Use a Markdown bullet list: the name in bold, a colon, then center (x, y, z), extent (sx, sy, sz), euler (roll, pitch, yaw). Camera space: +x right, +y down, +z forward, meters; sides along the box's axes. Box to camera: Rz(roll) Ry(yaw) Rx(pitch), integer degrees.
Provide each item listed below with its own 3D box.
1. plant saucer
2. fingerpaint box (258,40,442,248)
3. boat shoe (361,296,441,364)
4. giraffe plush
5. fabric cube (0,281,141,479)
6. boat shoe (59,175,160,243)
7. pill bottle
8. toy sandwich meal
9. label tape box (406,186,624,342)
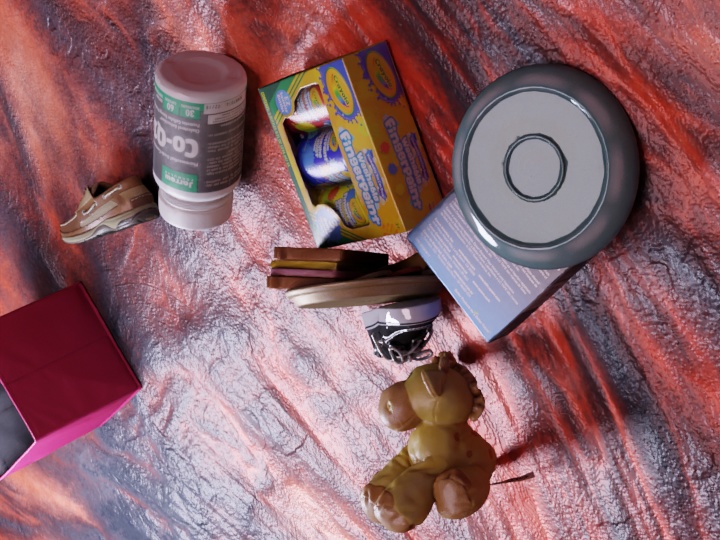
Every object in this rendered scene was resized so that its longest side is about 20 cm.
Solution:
- **plant saucer**: center (0.173, -0.100, 1.520), extent (0.198, 0.027, 0.203), euler (3, 97, 29)
- **fingerpaint box**: center (-0.012, -0.136, 1.744), extent (0.166, 0.073, 0.202), euler (-9, 104, 52)
- **boat shoe**: center (0.046, 0.070, 1.740), extent (0.199, 0.073, 0.069), euler (160, 100, -71)
- **giraffe plush**: center (0.083, 0.181, 1.745), extent (0.172, 0.198, 0.164), euler (-170, 64, -74)
- **fabric cube**: center (-0.492, 0.168, 2.387), extent (0.201, 0.198, 0.196), euler (58, 143, 7)
- **boat shoe**: center (-0.354, -0.089, 2.185), extent (0.199, 0.075, 0.075), euler (-14, 95, 44)
- **pill bottle**: center (-0.199, -0.158, 1.921), extent (0.113, 0.113, 0.202), euler (34, 134, 33)
- **toy sandwich meal**: center (0.000, 0.000, 1.735), extent (0.204, 0.204, 0.071), euler (-11, 83, 51)
- **label tape box**: center (0.164, -0.047, 1.583), extent (0.200, 0.063, 0.145), euler (-44, 74, 25)
